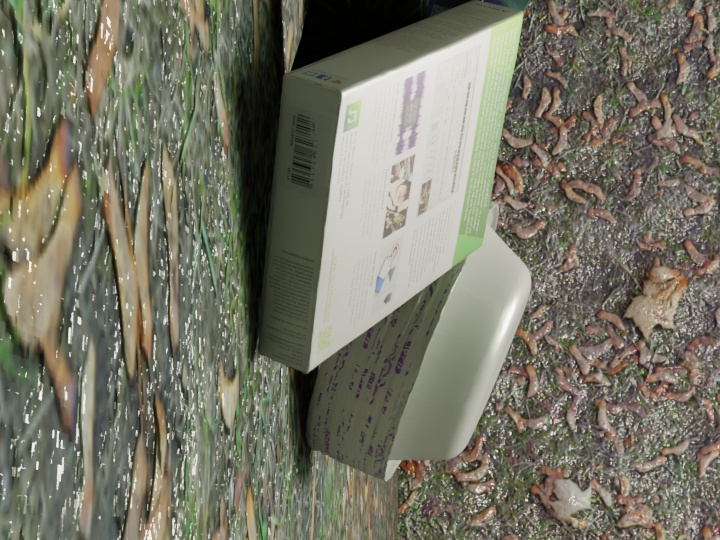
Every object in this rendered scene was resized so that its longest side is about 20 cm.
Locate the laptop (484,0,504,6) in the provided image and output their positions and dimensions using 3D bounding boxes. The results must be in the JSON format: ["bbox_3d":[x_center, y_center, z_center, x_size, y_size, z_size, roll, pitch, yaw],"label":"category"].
[{"bbox_3d":[0.049,-0.240,1.144,0.201,0.103,0.177,50,-27,-3],"label":"laptop"}]

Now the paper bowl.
[{"bbox_3d":[0.046,0.045,0.934,0.201,0.103,0.203,24,90,-82],"label":"paper bowl"}]

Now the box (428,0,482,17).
[{"bbox_3d":[0.071,-0.220,0.971,0.137,0.037,0.203,-83,-172,-76],"label":"box"}]

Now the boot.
[{"bbox_3d":[0.012,-0.174,0.798,0.159,0.078,0.213,-79,180,-47],"label":"boot"}]

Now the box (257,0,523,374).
[{"bbox_3d":[0.019,-0.051,0.719,0.199,0.036,0.146,-31,135,-53],"label":"box"}]

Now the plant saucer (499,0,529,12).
[{"bbox_3d":[0.064,-0.221,0.839,0.071,0.019,0.200,-62,-146,18],"label":"plant saucer"}]
